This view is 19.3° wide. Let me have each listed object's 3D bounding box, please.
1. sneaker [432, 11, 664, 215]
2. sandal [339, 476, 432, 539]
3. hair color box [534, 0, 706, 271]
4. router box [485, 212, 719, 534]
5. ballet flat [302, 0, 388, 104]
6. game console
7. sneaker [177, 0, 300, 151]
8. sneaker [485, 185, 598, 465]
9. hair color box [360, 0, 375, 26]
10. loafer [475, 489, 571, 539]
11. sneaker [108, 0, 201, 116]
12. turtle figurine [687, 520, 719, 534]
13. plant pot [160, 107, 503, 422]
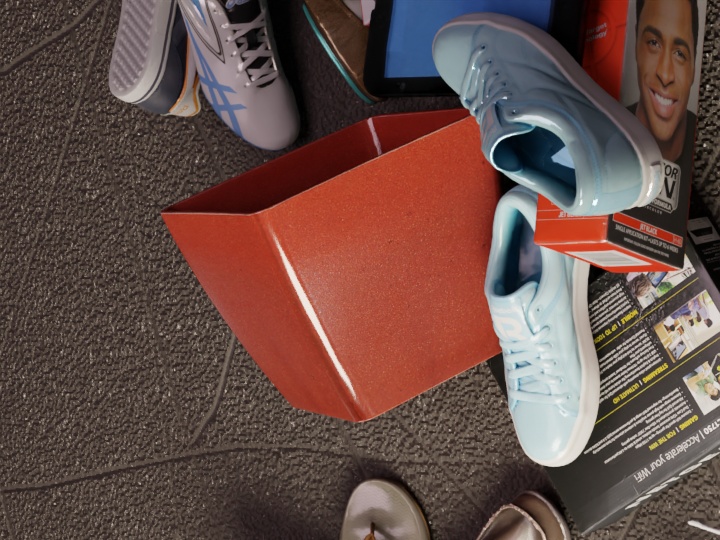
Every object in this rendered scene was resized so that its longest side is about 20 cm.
[{"bbox_3d":[0.101,-0.102,1.350,0.200,0.081,0.075,38,130,37],"label":"sneaker"},{"bbox_3d":[0.003,0.258,1.660,0.081,0.055,0.202,8,71,23],"label":"sandal"},{"bbox_3d":[0.177,-0.107,1.432,0.061,0.101,0.202,-2,78,40],"label":"hair color box"},{"bbox_3d":[0.201,0.075,1.512,0.200,0.051,0.150,-39,72,34],"label":"router box"},{"bbox_3d":[-0.020,-0.224,1.654,0.072,0.068,0.201,-41,66,15],"label":"ballet flat"},{"bbox_3d":[0.054,-0.218,1.422,0.199,0.119,0.173,3,143,44],"label":"game console"},{"bbox_3d":[-0.099,-0.189,1.685,0.072,0.071,0.202,-3,111,67],"label":"sneaker"},{"bbox_3d":[0.115,0.038,1.480,0.073,0.082,0.202,-3,90,41],"label":"sneaker"},{"bbox_3d":[0.044,-0.286,1.563,0.101,0.061,0.202,-18,75,39],"label":"hair color box"},{"bbox_3d":[0.095,0.256,1.614,0.073,0.071,0.201,40,119,28],"label":"loafer"},{"bbox_3d":[-0.150,-0.222,1.749,0.078,0.079,0.202,-4,69,47],"label":"sneaker"},{"bbox_3d":[0.267,0.254,1.461,0.199,0.101,0.150,28,72,31],"label":"turtle figurine"},{"bbox_3d":[0.000,0.000,1.558,0.200,0.199,0.178,3,116,65],"label":"plant pot"}]
